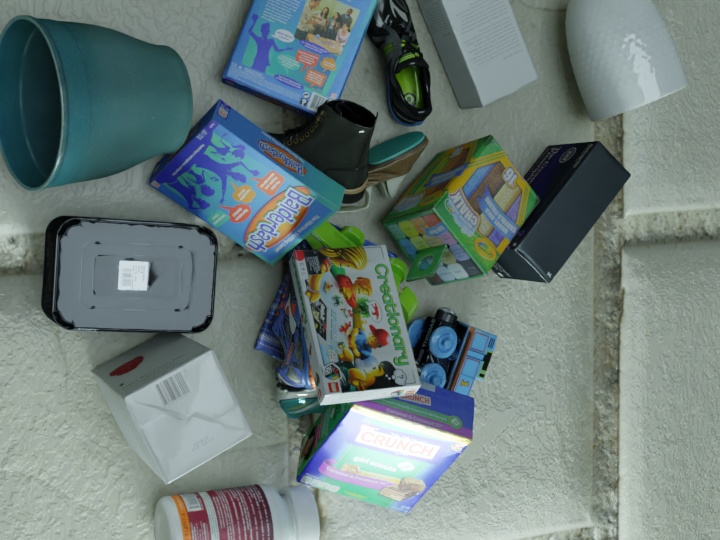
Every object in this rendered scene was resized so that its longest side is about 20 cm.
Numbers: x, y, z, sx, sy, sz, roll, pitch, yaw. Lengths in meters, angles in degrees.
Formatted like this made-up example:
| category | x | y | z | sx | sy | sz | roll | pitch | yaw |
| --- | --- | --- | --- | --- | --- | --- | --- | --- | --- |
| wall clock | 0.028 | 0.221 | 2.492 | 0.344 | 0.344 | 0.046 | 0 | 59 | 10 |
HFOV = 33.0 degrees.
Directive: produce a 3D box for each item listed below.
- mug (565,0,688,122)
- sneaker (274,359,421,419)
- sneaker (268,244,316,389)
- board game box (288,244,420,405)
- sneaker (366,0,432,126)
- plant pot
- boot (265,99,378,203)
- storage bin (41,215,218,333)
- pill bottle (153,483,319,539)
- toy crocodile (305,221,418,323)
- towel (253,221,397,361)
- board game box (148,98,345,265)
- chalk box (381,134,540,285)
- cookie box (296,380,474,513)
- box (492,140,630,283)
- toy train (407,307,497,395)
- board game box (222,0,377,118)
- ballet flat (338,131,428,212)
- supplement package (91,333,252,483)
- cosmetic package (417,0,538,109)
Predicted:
| category | x | y | z | sx | sy | sz | roll | pitch | yaw |
| --- | --- | --- | --- | --- | --- | --- | --- | --- | --- |
| mug | 0.385 | -0.329 | 1.766 | 0.200 | 0.147 | 0.176 | -28 | 98 | -50 |
| sneaker | -0.016 | 0.153 | 1.645 | 0.200 | 0.078 | 0.080 | -9 | 129 | -1 |
| sneaker | -0.085 | 0.059 | 1.595 | 0.078 | 0.075 | 0.200 | -9 | 73 | 16 |
| board game box | -0.009 | 0.065 | 1.527 | 0.126 | 0.035 | 0.200 | -5 | 64 | -20 |
| sneaker | 0.059 | -0.295 | 1.648 | 0.071 | 0.083 | 0.200 | -18 | 97 | -20 |
| plant pot | -0.311 | -0.202 | 1.450 | 0.188 | 0.200 | 0.200 | -9 | 98 | -38 |
| boot | -0.077 | -0.177 | 1.546 | 0.200 | 0.138 | 0.078 | 15 | 47 | -1 |
| storage bin | -0.288 | 0.005 | 1.519 | 0.200 | 0.094 | 0.136 | 3 | 93 | -24 |
| pill bottle | -0.161 | 0.338 | 1.589 | 0.200 | 0.110 | 0.110 | -3 | 95 | -23 |
| toy crocodile | 0.000 | 0.000 | 1.639 | 0.200 | 0.062 | 0.068 | 37 | 43 | -16 |
| towel | -0.043 | 0.043 | 1.664 | 0.145 | 0.024 | 0.200 | 26 | 84 | -22 |
| board game box | -0.144 | -0.107 | 1.544 | 0.200 | 0.152 | 0.045 | 33 | 42 | -21 |
| chalk box | 0.124 | -0.066 | 1.646 | 0.124 | 0.124 | 0.200 | 51 | 58 | -18 |
| cookie box | 0.031 | 0.224 | 1.604 | 0.171 | 0.200 | 0.075 | 19 | 45 | -15 |
| box | 0.267 | -0.083 | 1.722 | 0.079 | 0.141 | 0.200 | 43 | 77 | -20 |
| toy train | 0.109 | 0.154 | 1.705 | 0.114 | 0.087 | 0.200 | 20 | 88 | -31 |
| board game box | -0.073 | -0.311 | 1.582 | 0.152 | 0.045 | 0.200 | 22 | 87 | -6 |
| ballet flat | 0.008 | -0.122 | 1.654 | 0.200 | 0.068 | 0.072 | -26 | 117 | -18 |
| supplement package | -0.236 | 0.160 | 1.494 | 0.121 | 0.200 | 0.120 | -29 | 105 | -19 |
| cosmetic package | 0.158 | -0.336 | 1.694 | 0.101 | 0.071 | 0.200 | -28 | 104 | -19 |
